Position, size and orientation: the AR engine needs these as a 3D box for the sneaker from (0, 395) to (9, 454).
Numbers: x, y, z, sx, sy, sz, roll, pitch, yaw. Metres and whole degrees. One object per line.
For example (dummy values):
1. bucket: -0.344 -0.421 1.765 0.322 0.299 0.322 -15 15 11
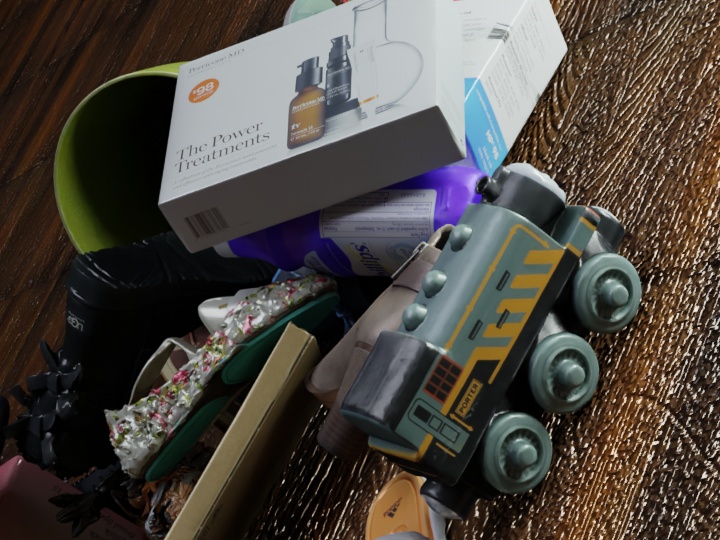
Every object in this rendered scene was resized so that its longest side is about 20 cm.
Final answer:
1. sneaker: -0.313 0.150 1.417 0.200 0.082 0.074 -52 14 42

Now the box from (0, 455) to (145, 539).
1. box: -0.264 0.265 1.468 0.109 0.128 0.201 -33 30 43

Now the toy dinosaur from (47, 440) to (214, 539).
1. toy dinosaur: -0.136 0.170 1.423 0.135 0.102 0.200 -37 -15 6

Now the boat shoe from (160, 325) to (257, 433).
1. boat shoe: -0.110 0.068 1.512 0.072 0.072 0.200 -47 23 2

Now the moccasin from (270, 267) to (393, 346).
1. moccasin: 0.000 0.000 1.367 0.200 0.080 0.068 -43 31 28

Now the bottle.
1. bottle: -0.004 -0.032 1.294 0.199 0.084 0.066 1 69 24

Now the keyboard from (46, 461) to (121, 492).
1. keyboard: -0.227 0.170 1.581 0.104 0.040 0.200 -18 -12 -47

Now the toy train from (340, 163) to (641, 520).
1. toy train: 0.075 0.038 1.099 0.201 0.114 0.085 -59 27 -10

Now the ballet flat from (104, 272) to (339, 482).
1. ballet flat: -0.102 0.060 1.317 0.200 0.064 0.076 -44 -17 11

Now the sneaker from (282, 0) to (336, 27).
1. sneaker: -0.003 -0.205 1.671 0.118 0.073 0.201 -51 31 27

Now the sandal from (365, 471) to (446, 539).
1. sandal: 0.012 0.176 1.112 0.079 0.059 0.207 -48 23 17

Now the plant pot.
1. plant pot: -0.116 -0.090 1.546 0.187 0.187 0.200 -44 2 26

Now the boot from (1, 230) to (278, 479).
1. boot: -0.157 0.061 1.403 0.073 0.198 0.163 36 119 31

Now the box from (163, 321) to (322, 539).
1. box: -0.082 0.142 1.303 0.201 0.021 0.164 -60 -10 -12

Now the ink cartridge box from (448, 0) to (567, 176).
1. ink cartridge box: 0.068 -0.142 1.368 0.115 0.067 0.200 -1 41 34

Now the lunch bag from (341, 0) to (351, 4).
1. lunch bag: 0.069 -0.264 1.532 0.200 0.082 0.177 -36 39 11

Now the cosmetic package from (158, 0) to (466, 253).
1. cosmetic package: -0.030 -0.106 1.284 0.199 0.052 0.151 -19 37 17

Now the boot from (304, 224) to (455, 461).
1. boot: 0.029 0.038 1.219 0.147 0.070 0.200 -57 5 10
